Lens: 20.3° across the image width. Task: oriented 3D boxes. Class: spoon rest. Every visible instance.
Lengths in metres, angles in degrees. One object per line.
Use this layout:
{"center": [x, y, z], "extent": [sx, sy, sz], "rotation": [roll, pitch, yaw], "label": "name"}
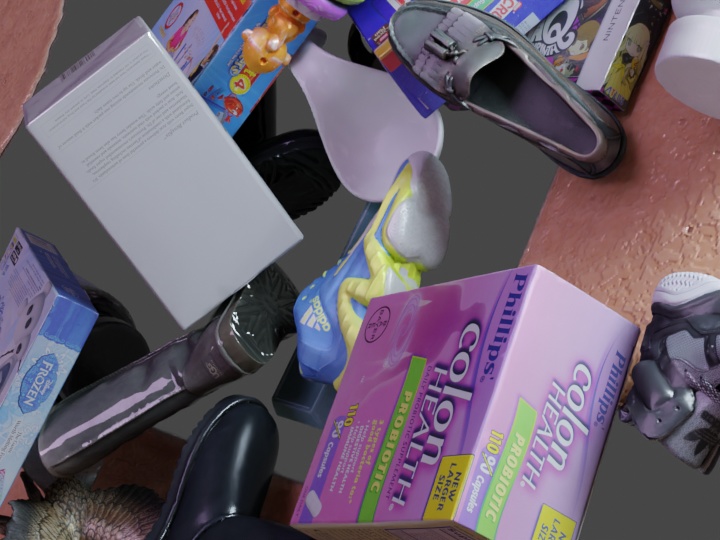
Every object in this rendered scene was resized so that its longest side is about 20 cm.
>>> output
{"center": [-0.006, -0.132, 1.615], "extent": [0.100, 0.060, 0.200], "rotation": [-50, 52, 11], "label": "spoon rest"}

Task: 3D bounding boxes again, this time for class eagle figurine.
{"center": [-0.218, 0.227, 1.586], "extent": [0.152, 0.151, 0.200], "rotation": [-51, 22, -11], "label": "eagle figurine"}

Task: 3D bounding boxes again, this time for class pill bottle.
{"center": [0.273, -0.206, 1.343], "extent": [0.109, 0.109, 0.202], "rotation": [4, 66, 52], "label": "pill bottle"}
{"center": [-0.265, 0.060, 1.782], "extent": [0.112, 0.112, 0.200], "rotation": [-59, 34, -4], "label": "pill bottle"}

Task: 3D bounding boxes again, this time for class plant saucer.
{"center": [-0.009, 0.026, 1.581], "extent": [0.070, 0.019, 0.201], "rotation": [11, 72, 54], "label": "plant saucer"}

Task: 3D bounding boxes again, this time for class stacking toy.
{"center": [-0.024, -0.231, 1.527], "extent": [0.201, 0.116, 0.110], "rotation": [-52, 27, 16], "label": "stacking toy"}

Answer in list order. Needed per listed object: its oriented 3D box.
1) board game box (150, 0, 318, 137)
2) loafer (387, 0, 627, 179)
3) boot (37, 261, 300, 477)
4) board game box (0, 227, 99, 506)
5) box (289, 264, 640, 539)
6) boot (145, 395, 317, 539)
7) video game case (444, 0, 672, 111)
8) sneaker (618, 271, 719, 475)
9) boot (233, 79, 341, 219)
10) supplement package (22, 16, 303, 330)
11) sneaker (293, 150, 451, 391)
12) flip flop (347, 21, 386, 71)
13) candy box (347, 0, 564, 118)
{"center": [-0.123, -0.189, 1.701], "extent": [0.196, 0.056, 0.200], "rotation": [-52, 24, 12], "label": "board game box"}
{"center": [0.102, -0.137, 1.436], "extent": [0.199, 0.063, 0.072], "rotation": [34, 98, 12], "label": "loafer"}
{"center": [-0.148, 0.080, 1.596], "extent": [0.199, 0.073, 0.182], "rotation": [-36, 2, 23], "label": "boot"}
{"center": [-0.292, 0.085, 1.639], "extent": [0.200, 0.043, 0.200], "rotation": [-61, 24, 6], "label": "board game box"}
{"center": [0.066, 0.106, 1.329], "extent": [0.199, 0.096, 0.177], "rotation": [-11, 54, 56], "label": "box"}
{"center": [-0.072, 0.191, 1.464], "extent": [0.167, 0.076, 0.201], "rotation": [5, 57, 44], "label": "boot"}
{"center": [0.159, -0.207, 1.547], "extent": [0.199, 0.036, 0.183], "rotation": [7, 67, 53], "label": "video game case"}
{"center": [0.232, 0.069, 1.205], "extent": [0.199, 0.075, 0.115], "rotation": [11, 72, 60], "label": "sneaker"}
{"center": [-0.090, -0.116, 1.741], "extent": [0.200, 0.076, 0.170], "rotation": [-34, 43, 39], "label": "boot"}
{"center": [-0.155, -0.077, 1.557], "extent": [0.121, 0.201, 0.120], "rotation": [-37, 16, -2], "label": "supplement package"}
{"center": [0.000, 0.000, 1.522], "extent": [0.104, 0.076, 0.202], "rotation": [2, 64, 33], "label": "sneaker"}
{"center": [0.017, -0.186, 1.684], "extent": [0.081, 0.057, 0.202], "rotation": [-11, 54, 46], "label": "flip flop"}
{"center": [0.066, -0.238, 1.574], "extent": [0.169, 0.077, 0.200], "rotation": [-39, 37, 7], "label": "candy box"}
